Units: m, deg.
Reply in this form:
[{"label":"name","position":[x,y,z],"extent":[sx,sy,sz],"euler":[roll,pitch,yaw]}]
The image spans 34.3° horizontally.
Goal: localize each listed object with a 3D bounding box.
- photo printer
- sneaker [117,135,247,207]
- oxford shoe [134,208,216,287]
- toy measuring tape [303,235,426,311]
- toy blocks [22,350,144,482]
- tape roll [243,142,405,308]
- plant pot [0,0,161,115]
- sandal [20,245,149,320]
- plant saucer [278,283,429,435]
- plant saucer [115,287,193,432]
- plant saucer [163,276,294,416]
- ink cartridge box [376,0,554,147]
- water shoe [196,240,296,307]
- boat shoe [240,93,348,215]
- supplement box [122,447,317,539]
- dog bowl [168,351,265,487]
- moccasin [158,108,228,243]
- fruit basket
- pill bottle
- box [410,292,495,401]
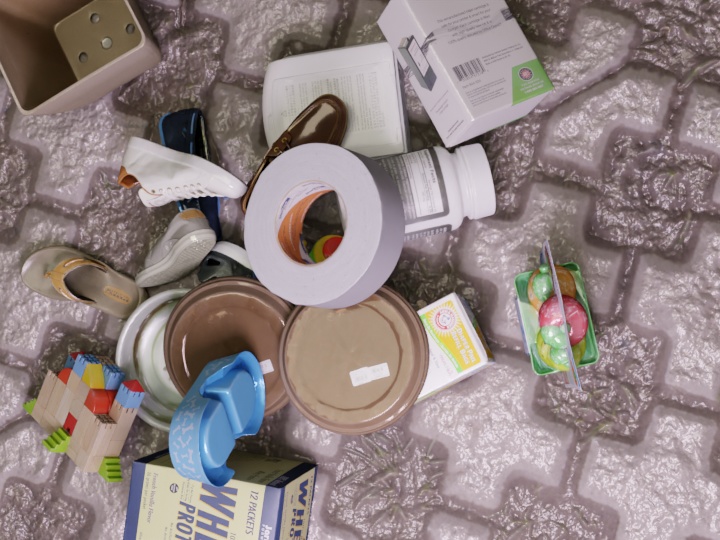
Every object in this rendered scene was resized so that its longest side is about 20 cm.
[{"label":"photo printer","position":[-0.036,-0.219,1.598],"extent":[0.198,0.069,0.168],"euler":[-8,88,12]},{"label":"sneaker","position":[-0.240,-0.113,1.562],"extent":[0.199,0.073,0.085],"euler":[19,81,30]},{"label":"oxford shoe","position":[-0.255,-0.028,1.599],"extent":[0.200,0.075,0.058],"euler":[-38,67,51]},{"label":"toy measuring tape","position":[0.000,0.000,1.590],"extent":[0.198,0.074,0.074],"euler":[20,91,-3]},{"label":"toy blocks","position":[-0.378,0.180,1.620],"extent":[0.200,0.100,0.138],"euler":[33,105,38]},{"label":"tape roll","position":[-0.046,-0.055,1.451],"extent":[0.199,0.066,0.202],"euler":[-4,82,28]},{"label":"plant pot","position":[-0.387,-0.334,1.622],"extent":[0.199,0.177,0.201],"euler":[-28,82,10]},{"label":"sandal","position":[-0.399,0.017,1.671],"extent":[0.199,0.054,0.081],"euler":[20,91,12]},{"label":"plant saucer","position":[-0.012,0.108,1.485],"extent":[0.198,0.029,0.202],"euler":[-1,85,11]},{"label":"plant saucer","position":[-0.242,0.126,1.636],"extent":[0.198,0.050,0.202],"euler":[-1,87,13]},{"label":"plant saucer","position":[-0.167,0.108,1.554],"extent":[0.198,0.029,0.202],"euler":[1,102,4]},{"label":"ink cartridge box","position":[0.136,-0.284,1.526],"extent":[0.145,0.084,0.201],"euler":[-24,80,-27]},{"label":"water shoe","position":[-0.131,0.038,1.597],"extent":[0.199,0.072,0.079],"euler":[31,76,12]},{"label":"boat shoe","position":[-0.088,-0.144,1.541],"extent":[0.072,0.068,0.200],"euler":[40,105,2]},{"label":"supplement box","position":[-0.180,0.318,1.536],"extent":[0.198,0.200,0.136],"euler":[8,91,11]},{"label":"dog bowl","position":[-0.179,0.183,1.455],"extent":[0.049,0.200,0.112],"euler":[-3,119,20]},{"label":"moccasin","position":[-0.226,-0.134,1.629],"extent":[0.068,0.080,0.202],"euler":[-20,84,12]},{"label":"fruit basket","position":[0.241,0.059,1.460],"extent":[0.093,0.200,0.187],"euler":[-13,85,10]},{"label":"pill bottle","position":[0.070,-0.099,1.537],"extent":[0.198,0.114,0.115],"euler":[-13,85,-2]},{"label":"box","position":[0.066,0.120,1.538],"extent":[0.199,0.112,0.102],"euler":[-28,81,9]}]
